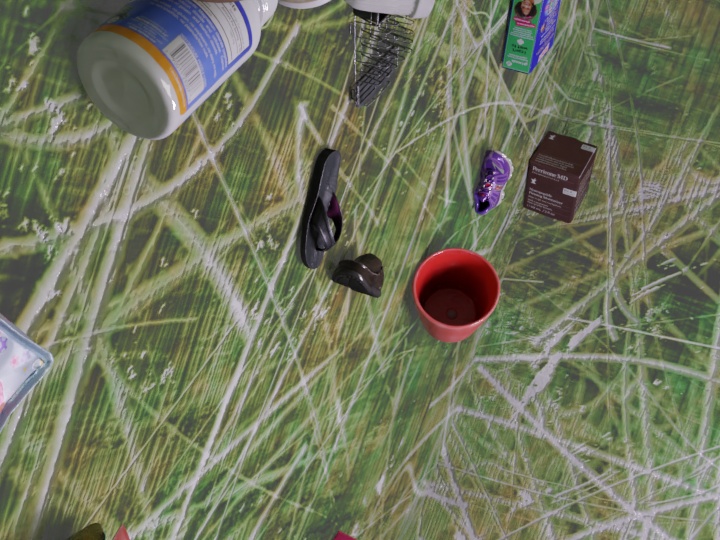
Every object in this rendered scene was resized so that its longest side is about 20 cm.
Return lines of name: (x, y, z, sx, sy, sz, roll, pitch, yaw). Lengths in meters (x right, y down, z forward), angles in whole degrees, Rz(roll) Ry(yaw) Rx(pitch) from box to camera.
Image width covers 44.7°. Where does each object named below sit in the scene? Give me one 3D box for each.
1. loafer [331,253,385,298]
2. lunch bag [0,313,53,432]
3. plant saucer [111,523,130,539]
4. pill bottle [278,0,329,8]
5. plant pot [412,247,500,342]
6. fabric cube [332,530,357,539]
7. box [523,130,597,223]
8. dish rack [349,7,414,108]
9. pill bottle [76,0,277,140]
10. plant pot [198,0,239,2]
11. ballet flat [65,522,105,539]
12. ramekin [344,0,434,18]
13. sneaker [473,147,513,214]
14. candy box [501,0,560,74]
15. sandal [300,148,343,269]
loafer: (0.000, 0.000, 1.572, 0.200, 0.073, 0.072, 38, 68, -78)
lunch bag: (-0.331, 0.030, 0.584, 0.128, 0.169, 0.200, -60, 158, -18)
plant saucer: (-0.326, 0.414, 1.017, 0.200, 0.037, 0.201, -53, -170, 53)
pill bottle: (-0.076, -0.382, 0.916, 0.111, 0.111, 0.200, -62, 159, -17)
plant pot: (0.215, 0.073, 2.033, 0.201, 0.200, 0.178, -61, 168, -21)
fabric cube: (-0.021, 0.794, 2.101, 0.199, 0.199, 0.197, -47, 150, -47)
box: (0.619, -0.290, 2.727, 0.164, 0.165, 0.201, -54, 155, -34)
dish rack: (0.037, -0.348, 1.330, 0.154, 0.054, 0.201, -51, 154, -39)
pill bottle: (-0.166, -0.226, 0.841, 0.200, 0.112, 0.112, -55, 156, -35)
plant pot: (-0.130, -0.336, 0.776, 0.093, 0.200, 0.202, -143, -107, -77)
ballet flat: (-0.367, 0.378, 1.007, 0.201, 0.070, 0.071, -63, 160, -20)
ramekin: (0.031, -0.412, 1.071, 0.200, 0.104, 0.202, 177, -90, -83)
sneaker: (0.323, -0.215, 2.172, 0.083, 0.080, 0.201, -47, 152, -34)
candy box: (0.396, -0.577, 1.997, 0.169, 0.077, 0.201, -51, 153, -43)
sandal: (-0.054, -0.087, 1.360, 0.075, 0.048, 0.201, -37, 142, -56)
